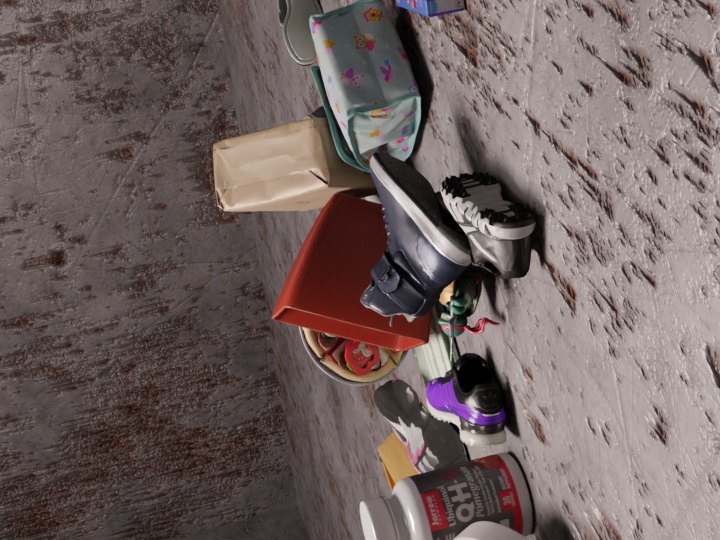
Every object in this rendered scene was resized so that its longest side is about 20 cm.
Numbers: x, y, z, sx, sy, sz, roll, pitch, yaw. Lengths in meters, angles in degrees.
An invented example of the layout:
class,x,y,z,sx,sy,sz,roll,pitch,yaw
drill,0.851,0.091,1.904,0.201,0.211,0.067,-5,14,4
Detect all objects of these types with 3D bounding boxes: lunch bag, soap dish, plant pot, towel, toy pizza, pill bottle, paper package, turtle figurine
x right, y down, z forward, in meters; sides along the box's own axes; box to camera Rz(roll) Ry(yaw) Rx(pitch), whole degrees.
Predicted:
class,x,y,z,sx,sy,sz,roll,pitch,yaw
lunch bag,0.008,-0.236,1.808,0.200,0.122,0.171,82,170,-69
soap dish,0.098,0.350,2.076,0.200,0.081,0.157,-123,14,-58
plant pot,0.000,0.000,1.907,0.200,0.200,0.176,145,139,-79
towel,0.108,0.125,1.966,0.200,0.023,0.153,105,150,-68
toy pizza,-0.001,0.072,2.041,0.032,0.200,0.200,-16,87,59
pill bottle,0.105,0.303,1.703,0.111,0.200,0.111,167,90,-79
paper package,-0.074,-0.147,1.926,0.200,0.190,0.104,-4,-95,-58
turtle figurine,0.102,0.006,1.638,0.150,0.101,0.200,4,92,51

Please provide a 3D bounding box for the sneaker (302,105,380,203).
class,x,y,z,sx,sy,sz,roll,pitch,yaw
sneaker,0.003,-0.177,2.050,0.200,0.079,0.078,49,169,12

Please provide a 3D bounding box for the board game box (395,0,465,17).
class,x,y,z,sx,sy,sz,roll,pitch,yaw
board game box,0.064,-0.392,1.522,0.134,0.045,0.200,-130,29,-68

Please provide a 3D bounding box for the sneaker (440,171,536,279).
class,x,y,z,sx,sy,sz,roll,pitch,yaw
sneaker,0.136,-0.046,1.491,0.200,0.066,0.091,-129,31,-63

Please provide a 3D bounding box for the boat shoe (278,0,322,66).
class,x,y,z,sx,sy,sz,roll,pitch,yaw
boat shoe,-0.100,-0.426,2.297,0.060,0.076,0.200,107,161,-68

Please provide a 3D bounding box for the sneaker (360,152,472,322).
class,x,y,z,sx,sy,sz,roll,pitch,yaw
sneaker,0.038,-0.033,1.592,0.146,0.077,0.202,-55,47,25

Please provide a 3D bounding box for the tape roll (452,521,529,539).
class,x,y,z,sx,sy,sz,roll,pitch,yaw
tape roll,0.182,0.386,1.596,0.203,0.037,0.203,35,144,31

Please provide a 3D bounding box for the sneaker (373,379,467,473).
class,x,y,z,sx,sy,sz,roll,pitch,yaw
sneaker,0.101,0.249,2.014,0.200,0.080,0.086,58,180,34

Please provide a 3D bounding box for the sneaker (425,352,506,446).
class,x,y,z,sx,sy,sz,roll,pitch,yaw
sneaker,0.137,0.149,1.744,0.200,0.069,0.100,-146,51,-69
